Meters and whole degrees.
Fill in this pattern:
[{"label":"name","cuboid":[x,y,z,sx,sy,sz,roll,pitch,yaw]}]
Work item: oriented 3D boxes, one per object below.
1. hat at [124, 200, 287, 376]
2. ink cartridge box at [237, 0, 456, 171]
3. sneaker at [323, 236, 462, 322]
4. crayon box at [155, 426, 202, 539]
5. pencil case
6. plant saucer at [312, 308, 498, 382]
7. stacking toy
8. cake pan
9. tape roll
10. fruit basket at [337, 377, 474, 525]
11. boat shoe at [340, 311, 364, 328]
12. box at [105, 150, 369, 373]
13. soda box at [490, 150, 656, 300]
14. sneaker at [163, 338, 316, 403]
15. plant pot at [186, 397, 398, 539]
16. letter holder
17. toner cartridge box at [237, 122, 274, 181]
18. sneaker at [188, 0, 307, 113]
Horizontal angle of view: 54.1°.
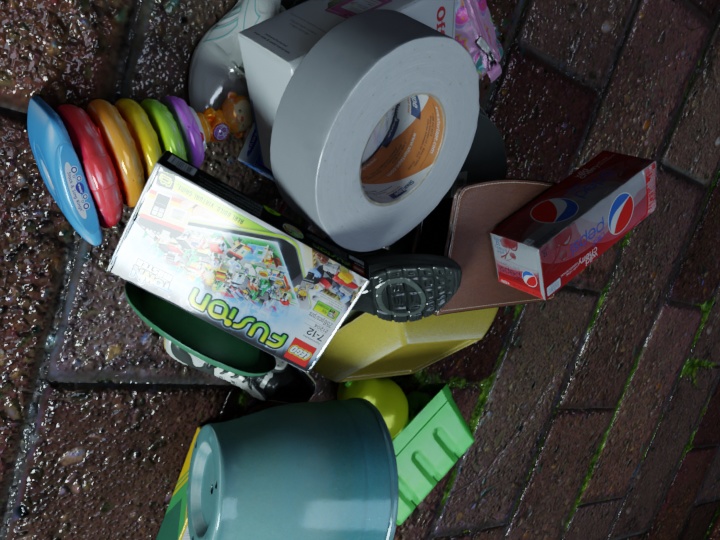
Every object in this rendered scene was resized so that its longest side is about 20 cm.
[{"label":"hat","cuboid":[-0.120,-0.022,0.699,0.164,0.200,0.178,27,96,-34]},{"label":"ink cartridge box","cuboid":[-0.004,-0.184,0.676,0.199,0.084,0.146,-34,142,-25]},{"label":"sneaker","cuboid":[0.000,0.000,0.687,0.196,0.092,0.077,-3,134,-5]},{"label":"crayon box","cuboid":[-0.163,0.270,0.882,0.125,0.051,0.203,15,102,-43]},{"label":"pencil case","cuboid":[0.107,-0.311,0.804,0.087,0.087,0.201,-42,131,-16]},{"label":"plant saucer","cuboid":[0.054,0.091,0.881,0.198,0.049,0.199,1,156,-40]},{"label":"stacking toy","cuboid":[-0.180,-0.114,0.632,0.198,0.109,0.118,-24,125,-26]},{"label":"cake pan","cuboid":[0.101,-0.102,0.829,0.198,0.037,0.203,-19,122,-33]},{"label":"tape roll","cuboid":[0.018,-0.120,0.627,0.199,0.066,0.202,-31,141,-28]},{"label":"fruit basket","cuboid":[0.034,0.222,0.993,0.212,0.156,0.220,2,79,-10]},{"label":"boat shoe","cuboid":[0.024,0.049,0.926,0.197,0.074,0.067,0,122,-37]},{"label":"box","cuboid":[-0.102,-0.003,0.606,0.198,0.035,0.111,28,112,-13]},{"label":"soda box","cuboid":[0.231,-0.054,0.755,0.199,0.070,0.064,-33,124,-25]},{"label":"sneaker","cuboid":[-0.127,0.101,0.806,0.199,0.087,0.076,26,96,-43]},{"label":"plant pot","cuboid":[-0.086,0.238,0.775,0.185,0.200,0.203,9,106,-27]},{"label":"letter holder","cuboid":[0.135,-0.042,0.793,0.198,0.100,0.145,-4,112,-38]},{"label":"toner cartridge box","cuboid":[-0.045,-0.185,0.750,0.094,0.043,0.203,27,87,-40]},{"label":"sneaker","cuboid":[-0.099,-0.223,0.677,0.070,0.080,0.202,25,95,-46]}]
